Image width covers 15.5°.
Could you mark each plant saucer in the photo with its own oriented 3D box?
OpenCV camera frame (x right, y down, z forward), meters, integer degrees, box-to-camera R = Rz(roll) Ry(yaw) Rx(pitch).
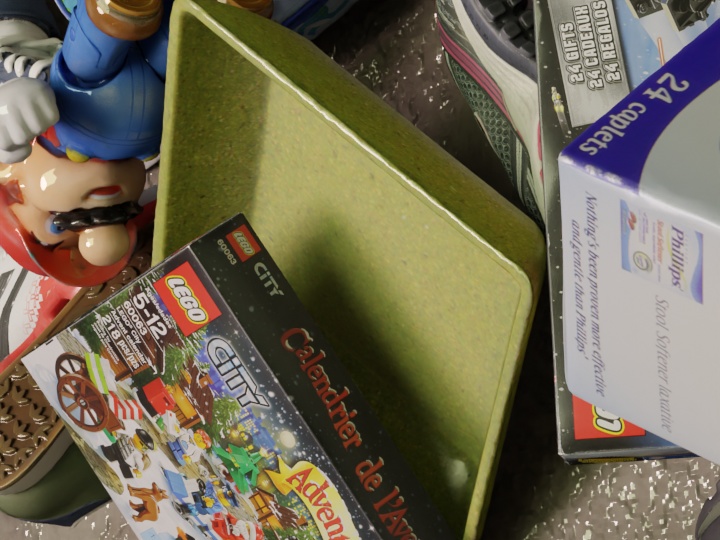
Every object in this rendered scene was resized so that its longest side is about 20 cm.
[{"bbox_3d":[0.000,0.000,1.091,0.200,0.048,0.200,40,145,24],"label":"plant saucer"}]

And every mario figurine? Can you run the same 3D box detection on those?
[{"bbox_3d":[-0.103,-0.054,1.144,0.200,0.123,0.106,124,168,-49],"label":"mario figurine"}]

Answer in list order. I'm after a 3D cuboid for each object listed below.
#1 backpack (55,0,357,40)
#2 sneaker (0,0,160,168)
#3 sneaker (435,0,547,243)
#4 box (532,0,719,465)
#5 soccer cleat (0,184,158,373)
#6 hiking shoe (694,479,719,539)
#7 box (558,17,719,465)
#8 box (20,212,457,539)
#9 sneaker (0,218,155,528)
[{"bbox_3d":[-0.056,-0.174,1.194,0.200,0.154,0.163,-48,59,46],"label":"backpack"},{"bbox_3d":[-0.174,-0.111,1.334,0.200,0.080,0.147,-18,76,49],"label":"sneaker"},{"bbox_3d":[0.089,-0.057,1.068,0.075,0.080,0.200,112,142,-60],"label":"sneaker"},{"bbox_3d":[0.136,-0.032,0.980,0.137,0.040,0.201,-4,79,9],"label":"box"},{"bbox_3d":[-0.151,0.006,1.305,0.200,0.069,0.085,-46,58,37],"label":"soccer cleat"},{"bbox_3d":[0.200,0.106,0.918,0.200,0.076,0.101,-16,69,43],"label":"hiking shoe"},{"bbox_3d":[0.193,-0.010,0.822,0.200,0.184,0.105,25,139,32],"label":"box"},{"bbox_3d":[-0.045,0.090,1.126,0.137,0.038,0.200,-32,92,46],"label":"box"},{"bbox_3d":[-0.097,0.044,1.239,0.200,0.090,0.067,-42,56,-4],"label":"sneaker"}]
